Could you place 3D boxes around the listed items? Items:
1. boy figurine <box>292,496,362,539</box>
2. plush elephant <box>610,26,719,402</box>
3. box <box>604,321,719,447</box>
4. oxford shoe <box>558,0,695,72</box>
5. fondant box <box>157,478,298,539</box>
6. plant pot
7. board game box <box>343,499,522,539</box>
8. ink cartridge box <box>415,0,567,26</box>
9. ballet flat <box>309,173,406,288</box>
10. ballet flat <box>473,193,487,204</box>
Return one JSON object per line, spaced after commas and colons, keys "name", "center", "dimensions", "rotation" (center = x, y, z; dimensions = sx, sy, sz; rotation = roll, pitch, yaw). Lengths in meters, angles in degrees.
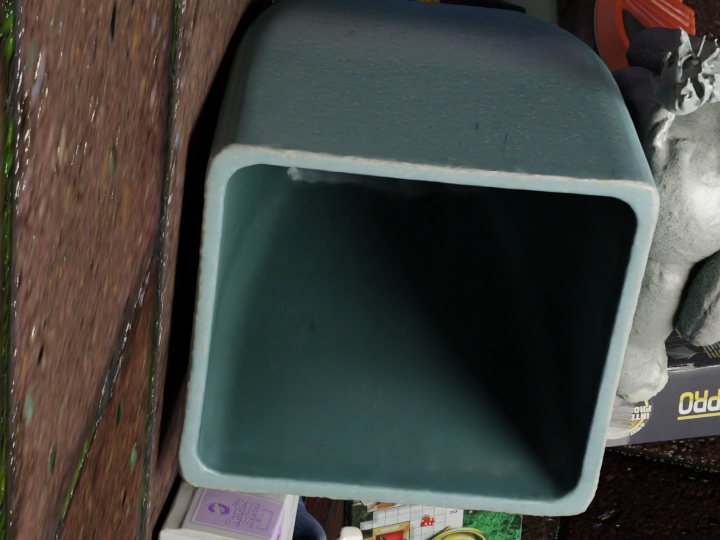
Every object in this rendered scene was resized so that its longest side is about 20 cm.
{"name": "boy figurine", "center": [-0.020, 0.192, 1.539], "dimensions": [0.200, 0.064, 0.124], "rotation": [63, -38, 36]}
{"name": "plush elephant", "center": [0.195, -0.051, 1.319], "dimensions": [0.200, 0.155, 0.165], "rotation": [114, -28, -61]}
{"name": "box", "center": [0.155, 0.018, 1.480], "dimensions": [0.200, 0.161, 0.049], "rotation": [-121, -148, -57]}
{"name": "oxford shoe", "center": [0.135, -0.157, 1.482], "dimensions": [0.073, 0.071, 0.200], "rotation": [-39, -155, 41]}
{"name": "fondant box", "center": [-0.076, 0.193, 1.447], "dimensions": [0.144, 0.058, 0.200], "rotation": [-71, 171, -68]}
{"name": "plant pot", "center": [0.020, -0.028, 1.334], "dimensions": [0.200, 0.196, 0.197], "rotation": [-92, -172, -52]}
{"name": "board game box", "center": [0.042, 0.107, 1.571], "dimensions": [0.200, 0.105, 0.023], "rotation": [90, -19, -44]}
{"name": "ink cartridge box", "center": [0.088, -0.195, 1.534], "dimensions": [0.200, 0.083, 0.146], "rotation": [78, 29, -69]}
{"name": "ballet flat", "center": [0.000, 0.000, 1.450], "dimensions": [0.069, 0.063, 0.200], "rotation": [26, 46, -64]}
{"name": "ballet flat", "center": [0.115, -0.075, 1.525], "dimensions": [0.200, 0.076, 0.064], "rotation": [-26, 104, -49]}
